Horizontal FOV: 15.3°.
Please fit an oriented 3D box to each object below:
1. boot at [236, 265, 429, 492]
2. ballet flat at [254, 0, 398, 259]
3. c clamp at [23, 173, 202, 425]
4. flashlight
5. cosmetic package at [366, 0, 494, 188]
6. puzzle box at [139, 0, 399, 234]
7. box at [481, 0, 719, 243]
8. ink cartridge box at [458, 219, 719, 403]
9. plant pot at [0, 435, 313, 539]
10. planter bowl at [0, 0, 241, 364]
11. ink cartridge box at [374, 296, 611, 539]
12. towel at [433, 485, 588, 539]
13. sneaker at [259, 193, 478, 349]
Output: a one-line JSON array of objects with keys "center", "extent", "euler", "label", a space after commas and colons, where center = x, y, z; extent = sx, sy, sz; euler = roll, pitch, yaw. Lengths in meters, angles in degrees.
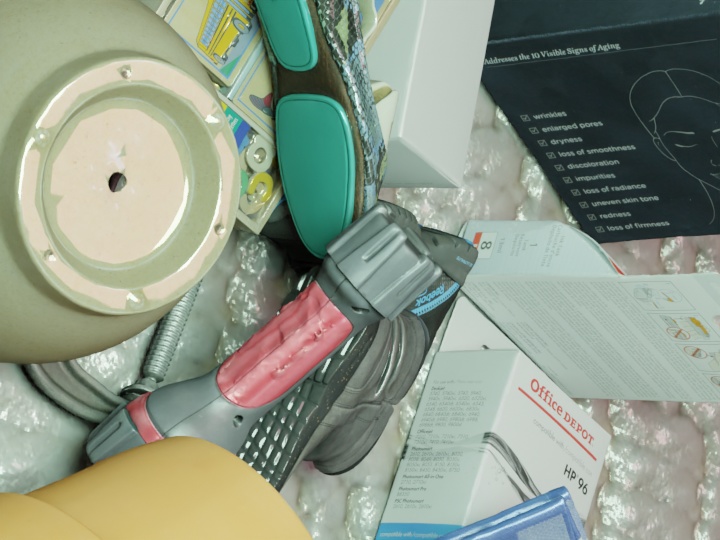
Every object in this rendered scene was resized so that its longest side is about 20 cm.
[{"center": [-0.036, 0.096, 1.472], "extent": [0.200, 0.070, 0.132], "euler": [-49, 156, -2], "label": "boot"}, {"center": [-0.012, -0.105, 1.404], "extent": [0.074, 0.074, 0.201], "euler": [-36, 124, -47], "label": "ballet flat"}, {"center": [-0.109, 0.004, 1.442], "extent": [0.171, 0.027, 0.200], "euler": [51, 50, -37], "label": "c clamp"}, {"center": [-0.049, 0.047, 1.379], "extent": [0.200, 0.068, 0.068], "euler": [-41, 125, 6], "label": "flashlight"}, {"center": [0.013, -0.153, 1.537], "extent": [0.085, 0.107, 0.201], "euler": [33, 65, -56], "label": "cosmetic package"}, {"center": [-0.052, -0.137, 1.423], "extent": [0.133, 0.025, 0.200], "euler": [39, 75, -38], "label": "puzzle box"}, {"center": [0.203, -0.129, 1.707], "extent": [0.197, 0.199, 0.124], "euler": [51, 50, -37], "label": "box"}, {"center": [0.176, 0.024, 1.663], "extent": [0.162, 0.199, 0.050], "euler": [44, 55, -42], "label": "ink cartridge box"}, {"center": [-0.105, 0.172, 1.281], "extent": [0.140, 0.200, 0.201], "euler": [-36, 116, -34], "label": "plant pot"}, {"center": [-0.140, -0.046, 1.273], "extent": [0.200, 0.135, 0.201], "euler": [-6, 100, -33], "label": "planter bowl"}, {"center": [0.086, 0.126, 1.649], "extent": [0.116, 0.068, 0.201], "euler": [42, 57, -41], "label": "ink cartridge box"}, {"center": [0.082, 0.220, 1.581], "extent": [0.024, 0.146, 0.200], "euler": [-115, -178, -50], "label": "towel"}, {"center": [0.000, 0.000, 1.535], "extent": [0.200, 0.073, 0.082], "euler": [23, 86, -53], "label": "sneaker"}]
